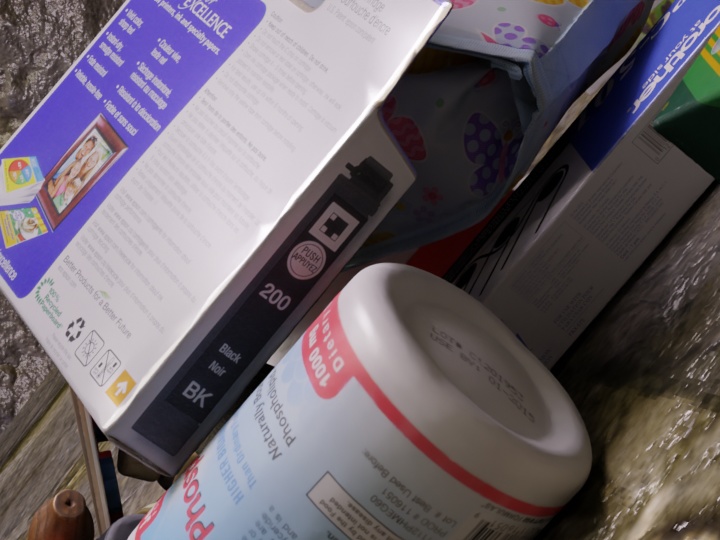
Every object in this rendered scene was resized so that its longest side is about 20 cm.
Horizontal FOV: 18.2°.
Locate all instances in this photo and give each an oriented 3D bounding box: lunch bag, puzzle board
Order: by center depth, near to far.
[{"bbox_3d":[0.025,-0.090,0.997,0.200,0.127,0.170,-17,20,35],"label":"lunch bag"},{"bbox_3d":[-0.139,0.121,1.229,0.017,0.151,0.200,-12,-8,-7],"label":"puzzle board"}]

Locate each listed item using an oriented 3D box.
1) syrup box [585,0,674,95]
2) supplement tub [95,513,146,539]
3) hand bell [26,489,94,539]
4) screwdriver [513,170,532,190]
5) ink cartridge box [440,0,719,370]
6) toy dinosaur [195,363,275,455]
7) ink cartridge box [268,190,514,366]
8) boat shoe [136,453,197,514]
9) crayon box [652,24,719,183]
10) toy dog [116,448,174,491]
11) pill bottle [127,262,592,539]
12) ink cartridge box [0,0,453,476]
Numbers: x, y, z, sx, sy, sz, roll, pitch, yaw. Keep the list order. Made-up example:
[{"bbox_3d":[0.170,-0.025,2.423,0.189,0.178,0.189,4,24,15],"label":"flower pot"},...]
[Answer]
[{"bbox_3d":[0.159,-0.186,1.146,0.200,0.081,0.079,-44,10,44],"label":"syrup box"},{"bbox_3d":[-0.146,0.201,1.069,0.200,0.107,0.107,-47,10,28],"label":"supplement tub"},{"bbox_3d":[-0.159,0.160,1.150,0.104,0.104,0.200,-58,-4,-33],"label":"hand bell"},{"bbox_3d":[0.109,-0.067,1.091,0.029,0.028,0.200,-20,-13,-44],"label":"screwdriver"},{"bbox_3d":[0.100,-0.030,0.944,0.200,0.044,0.094,-50,10,8],"label":"ink cartridge box"},{"bbox_3d":[-0.036,0.072,0.945,0.077,0.200,0.102,-36,-25,27],"label":"toy dinosaur"},{"bbox_3d":[0.000,0.000,1.111,0.161,0.050,0.200,-50,25,0],"label":"ink cartridge box"},{"bbox_3d":[-0.061,0.122,1.100,0.066,0.072,0.201,-31,-12,-26],"label":"boat shoe"},{"bbox_3d":[0.188,-0.101,0.764,0.126,0.052,0.200,-54,10,-16],"label":"crayon box"},{"bbox_3d":[-0.086,0.069,1.247,0.096,0.132,0.200,-60,-1,37],"label":"toy dog"},{"bbox_3d":[-0.018,0.102,0.812,0.200,0.109,0.109,-49,10,19],"label":"pill bottle"},{"bbox_3d":[-0.060,-0.049,0.880,0.200,0.043,0.198,-51,37,4],"label":"ink cartridge box"}]
